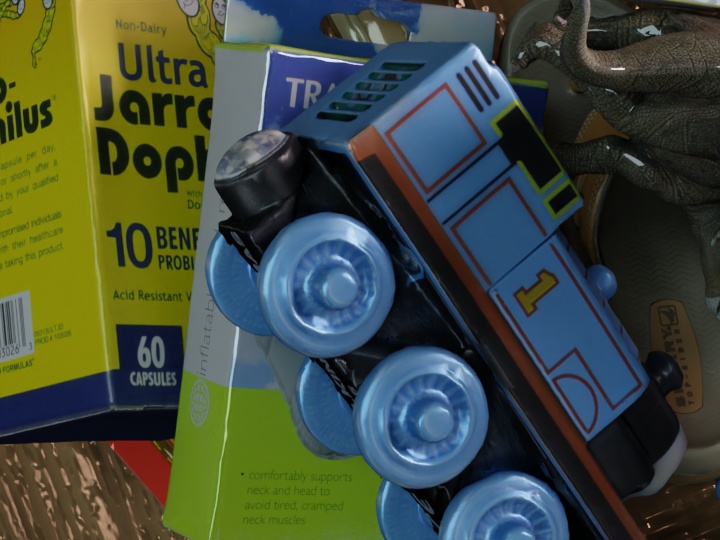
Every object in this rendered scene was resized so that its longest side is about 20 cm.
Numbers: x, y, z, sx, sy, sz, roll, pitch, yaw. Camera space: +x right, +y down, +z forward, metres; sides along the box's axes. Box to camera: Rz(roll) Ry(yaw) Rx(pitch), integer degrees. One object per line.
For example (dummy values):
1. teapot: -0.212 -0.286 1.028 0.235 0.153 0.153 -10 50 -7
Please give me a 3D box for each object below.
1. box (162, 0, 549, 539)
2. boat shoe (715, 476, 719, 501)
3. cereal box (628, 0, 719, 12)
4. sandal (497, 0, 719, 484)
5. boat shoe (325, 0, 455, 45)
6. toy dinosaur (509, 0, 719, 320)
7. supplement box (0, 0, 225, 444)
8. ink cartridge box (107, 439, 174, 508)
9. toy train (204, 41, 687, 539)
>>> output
1. box: 0.000 0.000 0.783 0.048 0.122 0.200 15 100 59
2. boat shoe: 0.228 0.058 0.776 0.200 0.084 0.069 -20 111 39
3. cereal box: 0.160 -0.149 0.687 0.200 0.040 0.144 11 97 21
4. sandal: 0.106 -0.021 0.802 0.080 0.054 0.200 -10 69 -4
5. boat shoe: 0.011 -0.151 0.845 0.066 0.074 0.200 -22 79 20
6. toy dinosaur: 0.110 -0.056 0.708 0.102 0.200 0.077 12 67 19
7. supplement box: -0.097 -0.037 0.844 0.109 0.109 0.200 -15 78 44
8. ink cartridge box: 0.000 0.057 0.870 0.200 0.047 0.160 -46 76 14
9. toy train: 0.035 0.022 0.718 0.114 0.087 0.200 -39 107 -12
